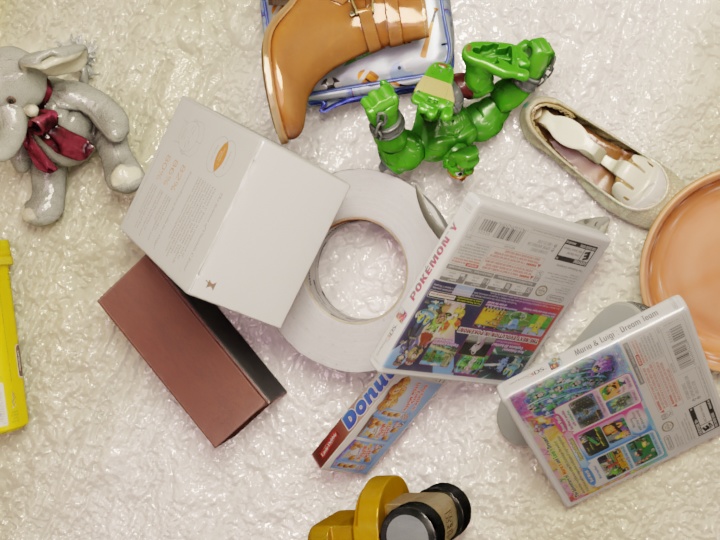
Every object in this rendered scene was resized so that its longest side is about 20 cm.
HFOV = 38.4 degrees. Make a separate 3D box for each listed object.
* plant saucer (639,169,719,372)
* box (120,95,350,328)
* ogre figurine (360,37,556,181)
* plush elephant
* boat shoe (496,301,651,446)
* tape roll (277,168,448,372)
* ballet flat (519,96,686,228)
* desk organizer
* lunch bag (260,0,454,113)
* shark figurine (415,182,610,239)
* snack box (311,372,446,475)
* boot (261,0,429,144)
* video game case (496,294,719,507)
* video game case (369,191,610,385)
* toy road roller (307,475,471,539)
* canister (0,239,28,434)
[{"bbox_3d":[0.367,-0.001,0.995,0.198,0.037,0.203,2,102,7],"label":"plant saucer"},{"bbox_3d":[-0.126,-0.060,0.993,0.106,0.200,0.153,24,96,-36],"label":"box"},{"bbox_3d":[0.088,-0.153,0.987,0.098,0.120,0.200,40,62,15],"label":"ogre figurine"},{"bbox_3d":[-0.326,-0.159,1.040,0.163,0.154,0.202,-8,82,29],"label":"plush elephant"},{"bbox_3d":[0.218,0.106,1.012,0.200,0.063,0.071,-45,60,30],"label":"boat shoe"},{"bbox_3d":[0.000,0.000,1.049,0.198,0.066,0.203,0,91,8],"label":"tape roll"},{"bbox_3d":[0.239,-0.103,1.014,0.199,0.062,0.068,33,95,7],"label":"ballet flat"},{"bbox_3d":[-0.174,0.079,1.074,0.077,0.072,0.200,-41,85,9],"label":"desk organizer"},{"bbox_3d":[-0.006,-0.245,1.045,0.198,0.076,0.162,-8,92,8],"label":"lunch bag"},{"bbox_3d":[0.129,-0.021,1.014,0.090,0.213,0.129,59,134,41],"label":"shark figurine"},{"bbox_3d":[0.036,0.124,1.021,0.201,0.072,0.024,-52,49,18],"label":"snack box"},{"bbox_3d":[-0.013,-0.215,0.960,0.153,0.074,0.202,1,80,0],"label":"boot"},{"bbox_3d":[0.242,0.129,0.970,0.181,0.024,0.201,-27,131,8],"label":"video game case"},{"bbox_3d":[0.123,0.026,0.959,0.023,0.199,0.183,47,116,41],"label":"video game case"},{"bbox_3d":[0.030,0.305,1.024,0.144,0.123,0.203,-5,89,23],"label":"toy road roller"},{"bbox_3d":[-0.437,0.077,1.106,0.147,0.087,0.202,-7,91,9],"label":"canister"}]
